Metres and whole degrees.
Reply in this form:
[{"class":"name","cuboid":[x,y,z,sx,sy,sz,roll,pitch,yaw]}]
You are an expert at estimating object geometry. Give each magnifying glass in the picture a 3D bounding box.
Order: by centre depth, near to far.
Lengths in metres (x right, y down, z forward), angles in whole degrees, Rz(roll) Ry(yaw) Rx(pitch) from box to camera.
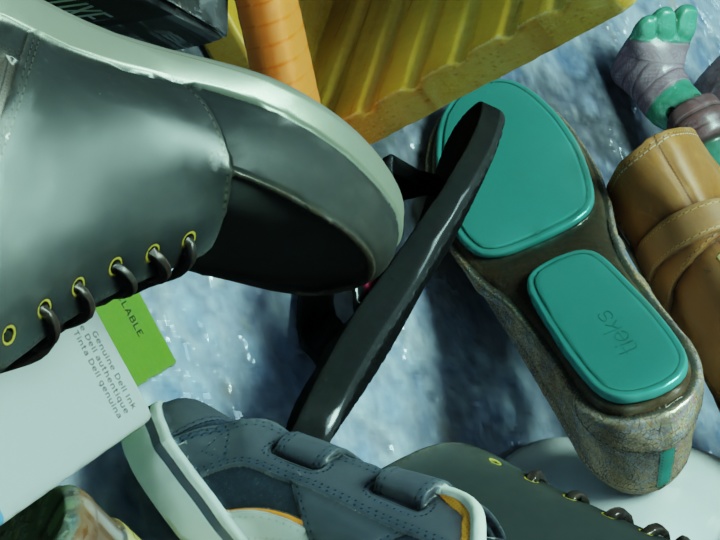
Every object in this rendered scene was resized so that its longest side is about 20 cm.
[{"class":"magnifying glass","cuboid":[-0.037,-0.119,0.882,0.080,0.022,0.201,-43,126,-64]}]

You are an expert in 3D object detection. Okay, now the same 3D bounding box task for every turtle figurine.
[{"class":"turtle figurine","cuboid":[0.189,-0.022,1.127,0.200,0.101,0.150,59,11,30]}]

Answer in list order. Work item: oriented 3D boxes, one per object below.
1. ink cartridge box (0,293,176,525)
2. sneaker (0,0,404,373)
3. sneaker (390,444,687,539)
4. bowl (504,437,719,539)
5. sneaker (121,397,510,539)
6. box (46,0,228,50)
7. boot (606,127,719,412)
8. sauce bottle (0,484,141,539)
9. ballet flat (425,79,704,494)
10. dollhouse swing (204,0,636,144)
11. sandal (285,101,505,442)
[{"class":"ink cartridge box","cuboid":[-0.118,-0.010,0.755,0.200,0.076,0.148,-35,98,-53]},{"class":"sneaker","cuboid":[-0.073,-0.003,0.693,0.199,0.075,0.107,20,58,-34]},{"class":"sneaker","cuboid":[0.087,0.099,0.870,0.199,0.075,0.107,-7,53,-20]},{"class":"bowl","cuboid":[0.131,0.145,0.971,0.201,0.090,0.202,29,49,-39]},{"class":"sneaker","cuboid":[0.007,0.092,0.780,0.200,0.079,0.078,47,1,37]},{"class":"box","cuboid":[-0.101,-0.188,0.854,0.158,0.050,0.201,26,60,-57]},{"class":"boot","cuboid":[0.150,0.027,1.049,0.156,0.077,0.200,54,2,11]},{"class":"sauce bottle","cuboid":[-0.040,0.147,0.774,0.200,0.065,0.065,48,38,-25]},{"class":"ballet flat","cuboid":[0.073,0.009,0.989,0.200,0.068,0.067,-111,-175,-47]},{"class":"dollhouse swing","cuboid":[0.007,-0.180,0.912,0.176,0.199,0.182,46,39,-26]},{"class":"sandal","cuboid":[0.000,0.000,0.912,0.045,0.075,0.200,29,46,3]}]
